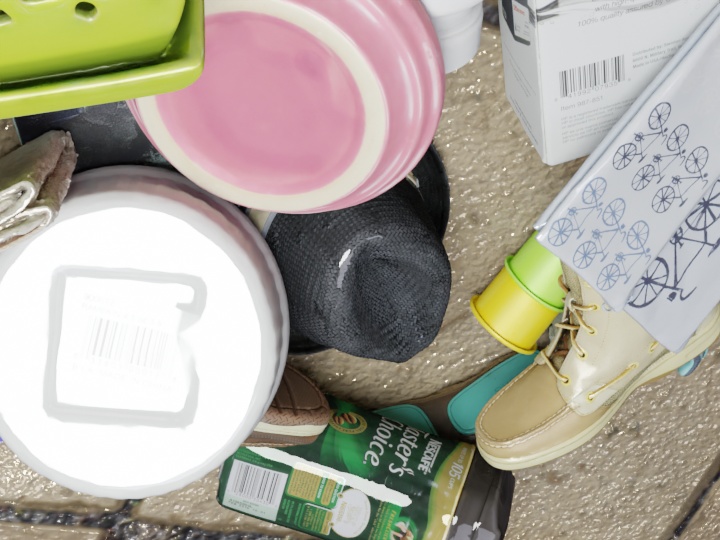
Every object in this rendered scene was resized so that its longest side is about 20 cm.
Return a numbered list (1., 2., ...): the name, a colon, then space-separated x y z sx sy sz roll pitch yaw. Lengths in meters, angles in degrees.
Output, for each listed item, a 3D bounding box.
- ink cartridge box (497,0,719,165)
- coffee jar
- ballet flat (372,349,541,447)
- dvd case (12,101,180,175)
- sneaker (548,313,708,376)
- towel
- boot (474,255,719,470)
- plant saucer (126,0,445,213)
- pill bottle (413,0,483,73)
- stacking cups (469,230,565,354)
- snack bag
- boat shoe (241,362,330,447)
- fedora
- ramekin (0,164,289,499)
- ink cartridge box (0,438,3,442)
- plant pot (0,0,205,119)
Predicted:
1. ink cartridge box: 0.162 -0.183 1.269 0.144 0.084 0.201 -16 133 -8
2. coffee jar: 0.007 0.147 1.420 0.199 0.104 0.086 20 114 3
3. ballet flat: 0.061 0.121 1.516 0.199 0.068 0.072 -28 154 -3
4. dvd case: -0.117 -0.118 1.255 0.199 0.022 0.147 -18 133 -8
5. sneaker: 0.239 0.032 1.485 0.199 0.087 0.078 -32 134 7
6. towel: -0.222 -0.024 1.157 0.132 0.200 0.035 -30 103 4
7. boot: 0.144 0.033 1.375 0.199 0.073 0.156 -33 134 -4
8. plant saucer: -0.052 -0.108 1.180 0.199 0.051 0.202 9 130 11
9. pill bottle: 0.034 -0.215 1.171 0.110 0.112 0.201 -11 132 -13
10. stacking cups: 0.157 -0.035 1.422 0.060 0.061 0.200 24 112 -36
11. snack bag: 0.216 -0.048 1.309 0.189 0.021 0.200 -50 136 0
12. boat shoe: -0.121 0.086 1.342 0.201 0.075 0.075 16 122 -21
13. fedora: 0.000 0.000 1.328 0.200 0.092 0.202 -23 138 -22
14. ramekin: -0.139 0.040 1.220 0.199 0.098 0.202 0 95 -4
15. ink cartridge box: -0.184 0.048 1.356 0.197 0.044 0.201 -6 131 -19
16. plant pot: -0.175 -0.189 1.038 0.198 0.200 0.182 -8 138 1
